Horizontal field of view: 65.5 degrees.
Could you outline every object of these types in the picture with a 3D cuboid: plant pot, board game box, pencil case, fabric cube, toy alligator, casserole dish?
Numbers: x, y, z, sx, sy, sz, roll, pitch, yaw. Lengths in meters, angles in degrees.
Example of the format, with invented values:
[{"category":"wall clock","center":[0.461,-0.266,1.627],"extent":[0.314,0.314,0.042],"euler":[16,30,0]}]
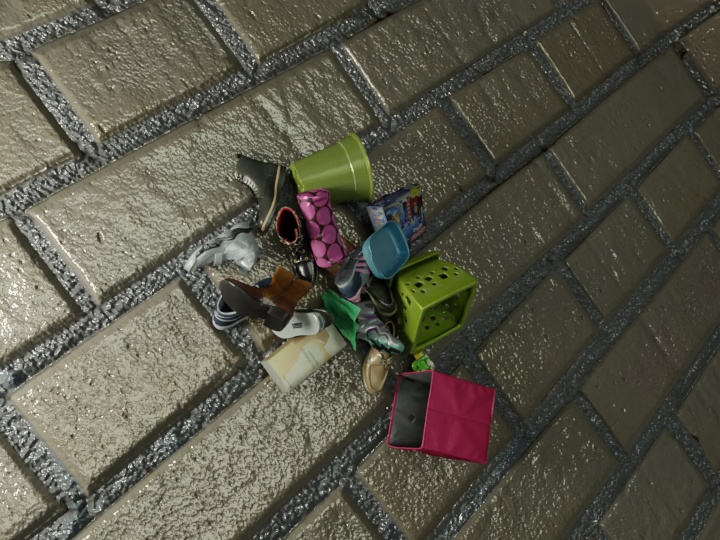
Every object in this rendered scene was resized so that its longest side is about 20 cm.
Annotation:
[{"category":"plant pot","center":[-0.087,-0.256,1.528],"extent":[0.188,0.200,0.202],"euler":[-17,84,-14]},{"category":"plant pot","center":[0.176,0.072,1.532],"extent":[0.199,0.200,0.182],"euler":[-22,52,-26]},{"category":"board game box","center":[0.111,-0.123,1.610],"extent":[0.200,0.061,0.202],"euler":[-34,123,-44]},{"category":"pencil case","center":[-0.096,-0.114,1.454],"extent":[0.093,0.091,0.202],"euler":[-18,111,-6]},{"category":"fabric cube","center":[0.211,0.390,1.486],"extent":[0.198,0.196,0.202],"euler":[19,70,-20]},{"category":"toy alligator","center":[0.166,0.255,1.514],"extent":[0.054,0.200,0.059],"euler":[-38,87,0]},{"category":"casserole dish","center":[0.064,-0.052,1.462],"extent":[0.122,0.039,0.200],"euler":[63,35,-12]}]

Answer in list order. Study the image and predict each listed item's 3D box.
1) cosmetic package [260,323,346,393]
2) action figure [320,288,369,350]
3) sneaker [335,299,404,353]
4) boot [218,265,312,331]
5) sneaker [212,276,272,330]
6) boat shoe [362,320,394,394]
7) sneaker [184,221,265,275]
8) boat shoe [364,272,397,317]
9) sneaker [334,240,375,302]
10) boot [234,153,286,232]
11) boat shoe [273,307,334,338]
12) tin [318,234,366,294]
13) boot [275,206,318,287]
[{"category":"cosmetic package","center":[-0.144,0.213,1.440],"extent":[0.200,0.071,0.106],"euler":[-39,95,-26]},{"category":"action figure","center":[-0.048,0.105,1.457],"extent":[0.054,0.200,0.119],"euler":[-5,118,-33]},{"category":"sneaker","center":[0.045,0.131,1.500],"extent":[0.198,0.078,0.141],"euler":[21,66,18]},{"category":"boot","center":[-0.225,0.036,1.362],"extent":[0.187,0.069,0.200],"euler":[26,34,0]},{"category":"sneaker","center":[-0.278,0.067,1.391],"extent":[0.199,0.109,0.070],"euler":[-36,76,-26]},{"category":"boat shoe","center":[0.052,0.234,1.525],"extent":[0.071,0.064,0.202],"euler":[14,72,-20]},{"category":"sneaker","center":[-0.335,-0.031,1.412],"extent":[0.200,0.075,0.115],"euler":[-38,91,-30]},{"category":"boat shoe","center":[0.036,0.029,1.491],"extent":[0.071,0.066,0.202],"euler":[-24,63,-19]},{"category":"sneaker","center":[0.000,0.000,1.450],"extent":[0.082,0.070,0.200],"euler":[56,44,-23]},{"category":"boot","center":[-0.284,-0.208,1.486],"extent":[0.137,0.078,0.202],"euler":[17,58,-15]},{"category":"boat shoe","center":[-0.150,0.130,1.403],"extent":[0.063,0.199,0.071],"euler":[-15,100,-48]},{"category":"tin","center":[-0.041,-0.015,1.560],"extent":[0.200,0.042,0.112],"euler":[41,61,-9]},{"category":"boot","center":[-0.164,-0.060,1.447],"extent":[0.072,0.151,0.202],"euler":[-9,77,5]}]
